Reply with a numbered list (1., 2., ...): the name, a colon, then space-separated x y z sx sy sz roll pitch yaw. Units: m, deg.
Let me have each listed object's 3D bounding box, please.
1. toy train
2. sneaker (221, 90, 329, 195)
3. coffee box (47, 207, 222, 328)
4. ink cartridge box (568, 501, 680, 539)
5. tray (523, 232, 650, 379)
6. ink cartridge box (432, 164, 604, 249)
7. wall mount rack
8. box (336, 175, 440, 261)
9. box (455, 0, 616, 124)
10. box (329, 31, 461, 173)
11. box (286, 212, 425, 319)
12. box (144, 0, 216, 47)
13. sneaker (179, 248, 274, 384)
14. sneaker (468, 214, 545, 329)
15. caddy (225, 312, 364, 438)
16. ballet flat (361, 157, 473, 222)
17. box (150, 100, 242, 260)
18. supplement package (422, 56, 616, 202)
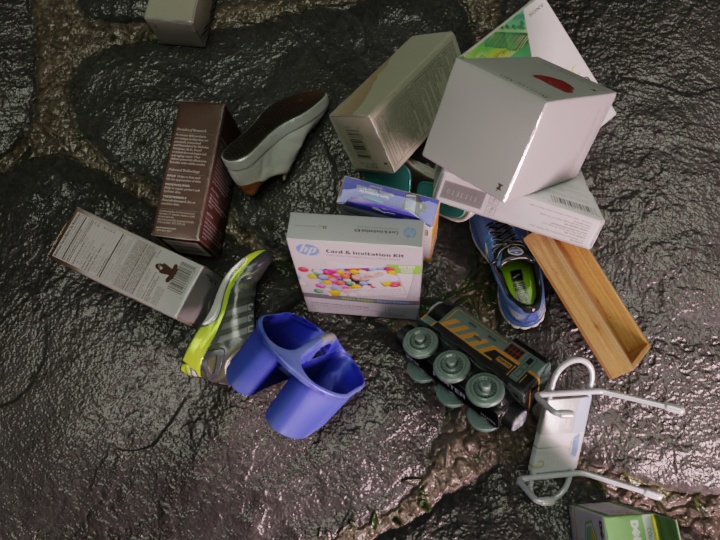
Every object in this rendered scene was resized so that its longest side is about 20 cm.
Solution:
1. toy train: 0.139 0.115 0.817 0.114 0.085 0.200 -37 50 -22
2. sneaker: -0.116 -0.186 0.950 0.073 0.085 0.200 24 57 36
3. coffee box: -0.297 0.001 0.884 0.200 0.114 0.080 24 79 11
4. ink cartridge box: 0.287 0.316 0.709 0.059 0.200 0.104 -5 75 2
5. tray: 0.289 0.030 0.826 0.037 0.099 0.200 -37 79 36
6. ink cartridge box: 0.193 -0.111 0.826 0.200 0.174 0.044 17 119 -1
7. wall mount rack: 0.280 0.207 0.773 0.173 0.075 0.200 1 107 -19
8. box: 0.039 -0.065 0.827 0.119 0.200 0.042 15 78 8
9. box: 0.246 -0.254 0.902 0.144 0.036 0.200 -39 101 -6
10. box: 0.060 -0.231 0.886 0.078 0.095 0.200 14 52 43
11. box: 0.000 0.000 0.813 0.156 0.200 0.041 4 62 5
12. box: -0.270 -0.459 1.022 0.082 0.068 0.200 8 77 7
13. sneaker: -0.163 0.065 0.885 0.081 0.074 0.200 26 87 4
14. sneaker: 0.202 -0.026 0.861 0.078 0.089 0.200 -18 73 0
15. caddy: -0.070 0.116 0.799 0.141 0.200 0.105 43 99 11
16. ballet flat: 0.087 -0.120 0.903 0.200 0.069 0.070 29 79 35
17. box: -0.227 -0.126 0.917 0.075 0.100 0.200 8 76 7
18. supplement package: 0.190 -0.174 0.766 0.121 0.200 0.120 36 125 26
